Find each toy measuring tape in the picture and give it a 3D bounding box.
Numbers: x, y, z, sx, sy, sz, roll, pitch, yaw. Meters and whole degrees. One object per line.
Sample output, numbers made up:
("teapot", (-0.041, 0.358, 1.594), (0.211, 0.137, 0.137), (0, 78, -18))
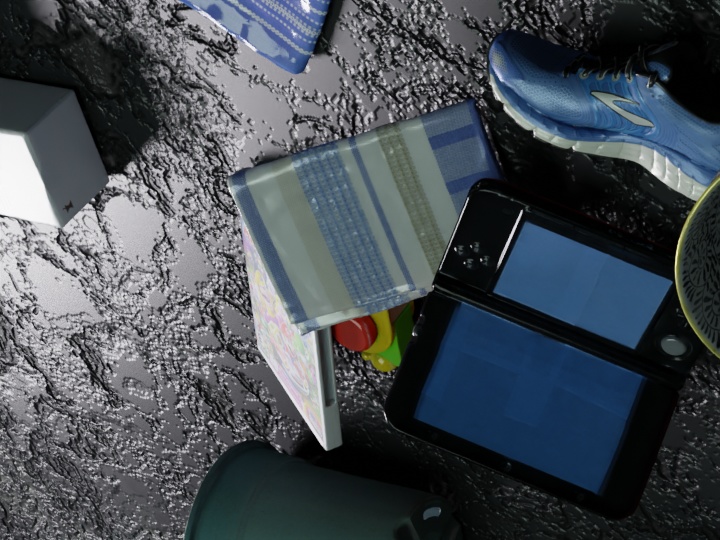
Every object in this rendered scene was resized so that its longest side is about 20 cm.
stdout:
("toy measuring tape", (0.000, 0.000, 1.524), (0.073, 0.074, 0.201), (17, 137, 30))

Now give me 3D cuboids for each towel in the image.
("towel", (-0.078, -0.240, 1.391), (0.144, 0.024, 0.200), (35, 143, 9))
("towel", (0.015, -0.038, 1.434), (0.199, 0.024, 0.148), (-17, 119, 14))

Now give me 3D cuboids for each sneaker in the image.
("sneaker", (0.176, -0.119, 1.248), (0.199, 0.079, 0.090), (21, 132, 13))

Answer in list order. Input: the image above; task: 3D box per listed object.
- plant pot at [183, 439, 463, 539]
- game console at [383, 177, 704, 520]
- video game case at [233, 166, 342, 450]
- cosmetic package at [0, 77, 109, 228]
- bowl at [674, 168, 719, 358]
("plant pot", (-0.025, 0.261, 1.718), (0.195, 0.201, 0.201), (5, 130, 30))
("game console", (0.138, 0.057, 1.377), (0.199, 0.119, 0.173), (22, 141, 2))
("video game case", (-0.059, 0.033, 1.595), (0.143, 0.018, 0.201), (53, 157, 43))
("cosmetic package", (-0.326, -0.112, 1.706), (0.199, 0.071, 0.102), (13, 136, 34))
("bowl", (0.290, -0.030, 1.182), (0.199, 0.095, 0.202), (3, 128, 4))
